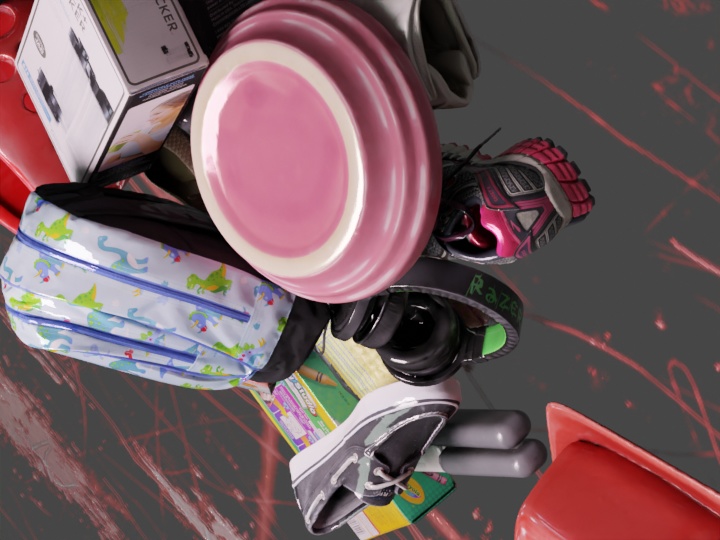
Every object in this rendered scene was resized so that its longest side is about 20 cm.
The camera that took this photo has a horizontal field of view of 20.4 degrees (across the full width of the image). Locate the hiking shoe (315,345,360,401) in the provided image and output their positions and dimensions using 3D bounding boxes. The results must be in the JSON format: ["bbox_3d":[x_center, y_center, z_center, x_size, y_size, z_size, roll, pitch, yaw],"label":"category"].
[{"bbox_3d":[-0.025,0.016,1.574,0.201,0.074,0.087,60,170,-3],"label":"hiking shoe"}]

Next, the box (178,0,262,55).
[{"bbox_3d":[-0.148,-0.270,1.357,0.200,0.104,0.183,27,143,44],"label":"box"}]

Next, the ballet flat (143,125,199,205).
[{"bbox_3d":[-0.142,-0.071,1.672,0.200,0.046,0.068,36,150,32],"label":"ballet flat"}]

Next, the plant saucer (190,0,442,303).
[{"bbox_3d":[-0.039,-0.074,1.267,0.200,0.051,0.202,15,114,39],"label":"plant saucer"}]

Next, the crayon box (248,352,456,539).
[{"bbox_3d":[-0.017,0.130,1.702,0.200,0.058,0.119,54,155,-1],"label":"crayon box"}]

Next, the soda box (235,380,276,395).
[{"bbox_3d":[-0.158,0.043,1.594,0.199,0.064,0.068,15,170,2],"label":"soda box"}]

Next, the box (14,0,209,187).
[{"bbox_3d":[-0.172,-0.141,1.346,0.117,0.060,0.200,64,157,7],"label":"box"}]

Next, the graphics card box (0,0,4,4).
[{"bbox_3d":[-0.294,-0.262,1.508,0.125,0.200,0.051,37,164,29],"label":"graphics card box"}]

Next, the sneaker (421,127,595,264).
[{"bbox_3d":[0.068,-0.040,1.318,0.081,0.075,0.200,57,155,-9],"label":"sneaker"}]

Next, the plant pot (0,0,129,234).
[{"bbox_3d":[-0.246,-0.141,1.577,0.200,0.183,0.201,37,160,16],"label":"plant pot"}]

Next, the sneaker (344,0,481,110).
[{"bbox_3d":[0.022,-0.101,1.287,0.115,0.074,0.201,20,130,40],"label":"sneaker"}]

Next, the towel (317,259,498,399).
[{"bbox_3d":[0.000,0.000,1.481,0.143,0.023,0.200,-39,90,36],"label":"towel"}]

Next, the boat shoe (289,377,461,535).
[{"bbox_3d":[0.013,0.143,1.501,0.200,0.071,0.068,-38,53,43],"label":"boat shoe"}]

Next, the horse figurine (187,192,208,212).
[{"bbox_3d":[-0.052,-0.102,1.424,0.132,0.050,0.201,39,121,20],"label":"horse figurine"}]

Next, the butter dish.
[{"bbox_3d":[0.175,0.226,1.390,0.200,0.148,0.200,29,147,40],"label":"butter dish"}]

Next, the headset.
[{"bbox_3d":[0.024,0.021,1.407,0.199,0.094,0.123,-10,148,38],"label":"headset"}]

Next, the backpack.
[{"bbox_3d":[-0.147,0.009,1.379,0.200,0.154,0.163,32,-175,-30],"label":"backpack"}]

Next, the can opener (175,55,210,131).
[{"bbox_3d":[-0.082,-0.084,1.379,0.200,0.066,0.053,57,176,19],"label":"can opener"}]

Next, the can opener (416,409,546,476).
[{"bbox_3d":[0.067,0.141,1.552,0.200,0.066,0.053,-9,116,56],"label":"can opener"}]
